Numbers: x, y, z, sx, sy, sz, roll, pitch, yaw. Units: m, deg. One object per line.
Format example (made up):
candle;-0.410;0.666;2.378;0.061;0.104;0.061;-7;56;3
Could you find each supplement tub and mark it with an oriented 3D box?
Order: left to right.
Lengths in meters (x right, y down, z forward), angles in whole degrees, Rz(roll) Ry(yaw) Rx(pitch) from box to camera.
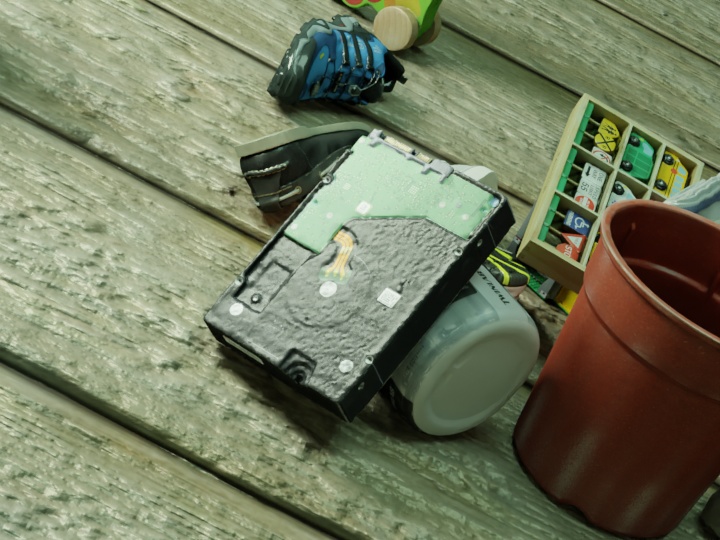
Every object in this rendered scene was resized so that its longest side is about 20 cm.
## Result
supplement tub;0.035;0.020;1.620;0.122;0.123;0.200;1;38;-43

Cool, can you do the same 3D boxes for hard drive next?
hard drive;0.000;0.000;1.546;0.140;0.200;0.038;29;-19;31

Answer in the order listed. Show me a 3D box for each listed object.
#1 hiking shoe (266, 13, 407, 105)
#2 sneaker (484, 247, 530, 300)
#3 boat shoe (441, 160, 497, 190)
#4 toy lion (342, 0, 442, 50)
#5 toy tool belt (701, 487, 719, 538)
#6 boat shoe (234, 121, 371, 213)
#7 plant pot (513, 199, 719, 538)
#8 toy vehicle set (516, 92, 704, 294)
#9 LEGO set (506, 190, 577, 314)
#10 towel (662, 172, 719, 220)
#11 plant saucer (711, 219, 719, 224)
hiking shoe;-0.017;-0.191;1.990;0.087;0.074;0.200;33;27;9
sneaker;0.090;0.014;1.750;0.075;0.077;0.200;22;8;-1
boat shoe;0.049;-0.059;1.841;0.068;0.072;0.200;17;27;26
toy lion;0.038;-0.338;2.179;0.192;0.200;0.069;55;34;9
toy tool belt;0.365;0.163;1.688;0.125;0.123;0.200;39;28;19
boat shoe;-0.042;-0.088;1.820;0.200;0.072;0.068;-19;89;-64
plant pot;0.223;0.083;1.610;0.200;0.195;0.201;23;27;-13
toy vehicle set;0.214;-0.052;1.795;0.124;0.027;0.200;29;46;-5
LEGO set;0.233;-0.016;1.876;0.154;0.116;0.200;0;39;-44
towel;0.293;0.025;1.801;0.024;0.200;0.147;-3;9;26
plant saucer;0.322;0.056;1.768;0.050;0.200;0.200;-5;11;29
